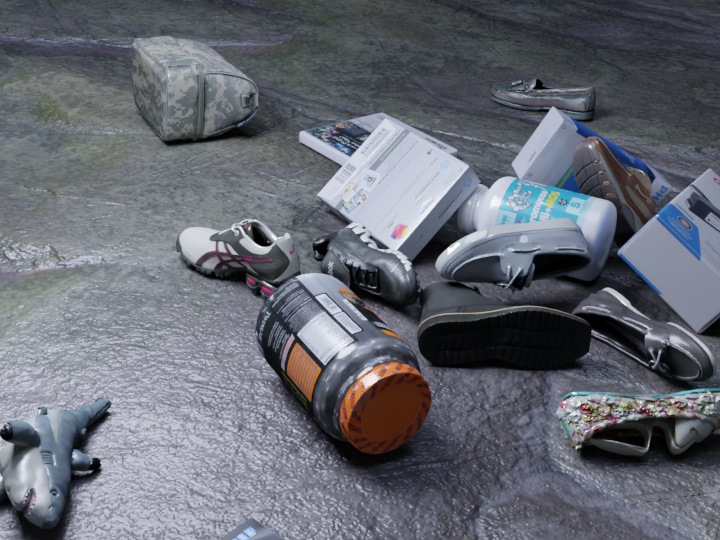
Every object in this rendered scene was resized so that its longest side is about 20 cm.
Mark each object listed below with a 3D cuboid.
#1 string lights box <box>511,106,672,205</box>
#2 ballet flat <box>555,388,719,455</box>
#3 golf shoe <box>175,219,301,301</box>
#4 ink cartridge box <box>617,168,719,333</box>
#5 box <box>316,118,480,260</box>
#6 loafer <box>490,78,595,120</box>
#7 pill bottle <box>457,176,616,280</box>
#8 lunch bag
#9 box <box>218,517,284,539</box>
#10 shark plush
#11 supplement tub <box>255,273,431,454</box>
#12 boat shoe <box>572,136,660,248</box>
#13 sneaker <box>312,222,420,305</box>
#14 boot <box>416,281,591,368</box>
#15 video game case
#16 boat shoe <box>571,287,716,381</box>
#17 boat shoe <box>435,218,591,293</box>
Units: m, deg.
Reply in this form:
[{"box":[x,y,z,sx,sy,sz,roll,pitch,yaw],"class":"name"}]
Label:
[{"box":[0.326,-0.133,1.536,0.200,0.103,0.059,28,22,-20],"class":"string lights box"},{"box":[0.303,0.161,1.135,0.200,0.076,0.064,-2,60,-1],"class":"ballet flat"},{"box":[-0.154,-0.032,1.401,0.200,0.088,0.077,20,34,30],"class":"golf shoe"},{"box":[0.445,-0.031,1.411,0.145,0.084,0.200,46,41,10],"class":"ink cartridge box"},{"box":[0.050,-0.115,1.528,0.156,0.041,0.200,-49,43,-4],"class":"box"},{"box":[0.341,-0.331,2.026,0.200,0.063,0.072,15,31,21],"class":"loafer"},{"box":[0.235,-0.062,1.473,0.200,0.111,0.111,16,31,23],"class":"pill bottle"},{"box":[-0.278,-0.309,1.836,0.168,0.140,0.200,-12,33,-25],"class":"lunch bag"},{"box":[-0.101,0.294,0.846,0.158,0.050,0.200,26,35,34],"class":"box"},{"box":[-0.292,0.182,1.054,0.083,0.091,0.200,26,9,1],"class":"shark plush"},{"box":[-0.019,0.096,1.142,0.122,0.123,0.200,-12,33,-27],"class":"supplement tub"},{"box":[0.355,-0.108,1.486,0.072,0.200,0.076,-46,30,-18],"class":"boat shoe"},{"box":[0.000,0.000,1.386,0.090,0.067,0.200,-14,29,-24],"class":"sneaker"},{"box":[0.166,0.050,1.304,0.200,0.078,0.138,4,24,-2],"class":"boot"},{"box":[0.029,-0.205,1.806,0.182,0.023,0.200,-18,36,-35],"class":"video game case"},{"box":[0.326,0.084,1.274,0.057,0.067,0.200,-27,33,-18],"class":"boat shoe"},{"box":[0.193,-0.012,1.339,0.201,0.070,0.072,-12,52,-18],"class":"boat shoe"}]
